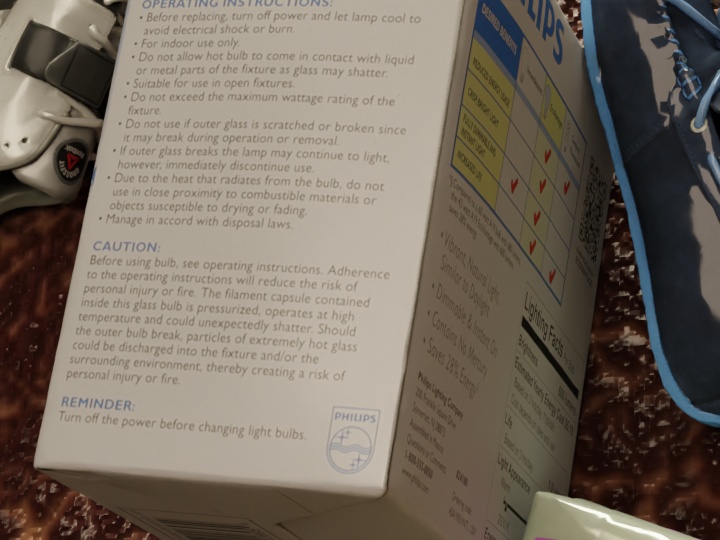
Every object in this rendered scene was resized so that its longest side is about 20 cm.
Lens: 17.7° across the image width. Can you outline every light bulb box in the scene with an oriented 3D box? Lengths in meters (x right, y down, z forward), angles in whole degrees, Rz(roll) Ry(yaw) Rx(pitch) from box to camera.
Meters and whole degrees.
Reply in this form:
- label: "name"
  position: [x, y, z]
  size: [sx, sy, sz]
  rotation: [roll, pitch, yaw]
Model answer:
- label: "light bulb box"
  position: [0.000, 0.000, 0.797]
  size: [0.124, 0.198, 0.201]
  rotation: [3, 71, 21]

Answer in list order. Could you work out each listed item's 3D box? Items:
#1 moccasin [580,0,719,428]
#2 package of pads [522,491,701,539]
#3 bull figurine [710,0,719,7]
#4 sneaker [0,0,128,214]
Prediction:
- label: "moccasin"
  position: [0.132, -0.046, 0.830]
  size: [0.068, 0.080, 0.201]
  rotation: [-18, 81, 31]
- label: "package of pads"
  position: [0.128, 0.175, 0.743]
  size: [0.199, 0.068, 0.155]
  rotation: [16, 88, 25]
- label: "bull figurine"
  position: [0.214, -0.145, 0.829]
  size: [0.200, 0.065, 0.122]
  rotation: [-35, 57, 12]
- label: "sneaker"
  position: [-0.120, -0.075, 0.947]
  size: [0.200, 0.074, 0.089]
  rotation: [-42, 61, 14]
